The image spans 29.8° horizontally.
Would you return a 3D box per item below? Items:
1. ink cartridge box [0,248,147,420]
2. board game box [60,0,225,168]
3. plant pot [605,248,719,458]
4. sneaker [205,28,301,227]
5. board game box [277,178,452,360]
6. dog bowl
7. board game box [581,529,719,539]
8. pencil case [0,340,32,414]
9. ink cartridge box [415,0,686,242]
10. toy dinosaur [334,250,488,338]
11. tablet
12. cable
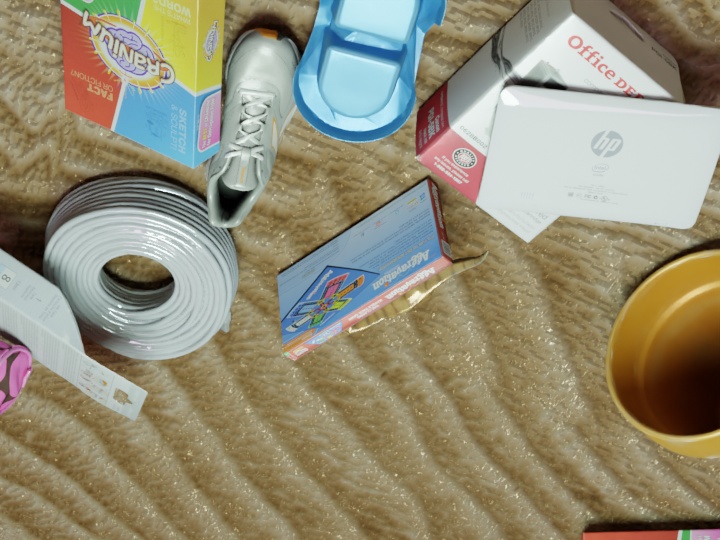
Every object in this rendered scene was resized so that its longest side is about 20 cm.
[{"bbox_3d":[-0.293,0.068,1.356,0.200,0.047,0.160,33,159,-3],"label":"ink cartridge box"},{"bbox_3d":[-0.190,-0.205,1.172,0.153,0.040,0.200,25,132,21],"label":"board game box"},{"bbox_3d":[0.374,0.108,1.340,0.200,0.201,0.183,-29,137,25],"label":"plant pot"},{"bbox_3d":[-0.099,-0.123,1.240,0.075,0.092,0.200,11,128,-6],"label":"sneaker"},{"bbox_3d":[0.000,0.000,1.323,0.200,0.103,0.019,-32,134,26],"label":"board game box"},{"bbox_3d":[0.007,-0.208,1.192,0.111,0.050,0.200,13,128,-6],"label":"dog bowl"},{"bbox_3d":[0.361,0.379,1.564,0.199,0.153,0.040,-3,164,6],"label":"board game box"},{"bbox_3d":[-0.435,0.087,1.396,0.200,0.094,0.091,19,89,19],"label":"pencil case"},{"bbox_3d":[0.167,-0.143,1.209,0.147,0.083,0.200,34,123,-21],"label":"ink cartridge box"},{"bbox_3d":[0.058,0.013,1.328,0.200,0.106,0.060,-30,120,24],"label":"toy dinosaur"},{"bbox_3d":[0.210,-0.097,1.182,0.199,0.014,0.130,5,130,-4],"label":"tablet"},{"bbox_3d":[-0.223,0.000,1.362,0.199,0.069,0.200,9,129,-3],"label":"cable"}]
